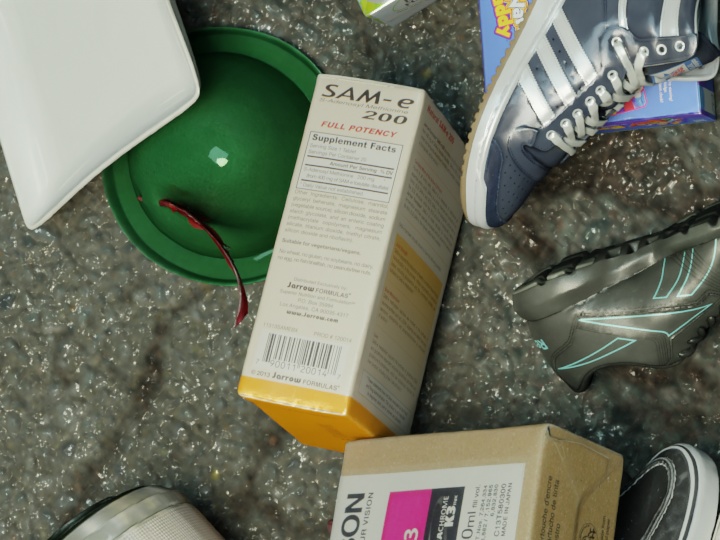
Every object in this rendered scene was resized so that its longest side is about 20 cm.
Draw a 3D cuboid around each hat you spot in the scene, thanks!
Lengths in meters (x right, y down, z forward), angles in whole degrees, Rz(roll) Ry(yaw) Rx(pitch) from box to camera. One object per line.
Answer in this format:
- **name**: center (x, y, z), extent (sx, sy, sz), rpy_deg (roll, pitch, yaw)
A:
- **hat**: center (-0.104, -0.073, 1.529), extent (0.199, 0.176, 0.167), rpy_deg (20, 94, 19)

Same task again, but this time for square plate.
- **square plate**: center (-0.178, -0.156, 1.597), extent (0.198, 0.028, 0.201), rpy_deg (-33, 69, 42)

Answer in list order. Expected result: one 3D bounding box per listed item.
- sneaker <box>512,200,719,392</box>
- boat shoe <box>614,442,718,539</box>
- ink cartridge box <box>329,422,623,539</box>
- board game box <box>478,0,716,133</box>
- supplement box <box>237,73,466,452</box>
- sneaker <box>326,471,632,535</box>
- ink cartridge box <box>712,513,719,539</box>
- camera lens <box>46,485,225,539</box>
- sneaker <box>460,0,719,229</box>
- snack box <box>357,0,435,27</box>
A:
- **sneaker**: center (0.192, 0.010, 1.487), extent (0.199, 0.075, 0.080), rpy_deg (-21, 94, 24)
- **boat shoe**: center (0.131, 0.180, 1.431), extent (0.201, 0.068, 0.072), rpy_deg (-57, 31, 0)
- **ink cartridge box**: center (0.054, 0.193, 1.397), extent (0.164, 0.075, 0.202), rpy_deg (-9, 65, 44)
- **board game box**: center (0.139, -0.185, 1.518), extent (0.133, 0.045, 0.202), rpy_deg (-5, 86, 20)
- **supplement box**: center (0.000, 0.000, 1.494), extent (0.073, 0.126, 0.201), rpy_deg (9, 76, 20)
- **sneaker**: center (0.061, 0.137, 1.518), extent (0.199, 0.076, 0.116), rpy_deg (-29, 75, 17)
- **ink cartridge box**: center (0.288, 0.133, 1.430), extent (0.145, 0.084, 0.201), rpy_deg (18, 93, 18)
- **camera lens**: center (-0.117, 0.245, 1.529), extent (0.200, 0.160, 0.160), rpy_deg (45, 102, 15)
- **sneaker**: center (0.139, -0.104, 1.453), extent (0.108, 0.070, 0.201), rpy_deg (25, 93, 21)
- **snack box**: center (0.064, -0.258, 1.496), extent (0.199, 0.053, 0.143), rpy_deg (-29, 77, 17)
